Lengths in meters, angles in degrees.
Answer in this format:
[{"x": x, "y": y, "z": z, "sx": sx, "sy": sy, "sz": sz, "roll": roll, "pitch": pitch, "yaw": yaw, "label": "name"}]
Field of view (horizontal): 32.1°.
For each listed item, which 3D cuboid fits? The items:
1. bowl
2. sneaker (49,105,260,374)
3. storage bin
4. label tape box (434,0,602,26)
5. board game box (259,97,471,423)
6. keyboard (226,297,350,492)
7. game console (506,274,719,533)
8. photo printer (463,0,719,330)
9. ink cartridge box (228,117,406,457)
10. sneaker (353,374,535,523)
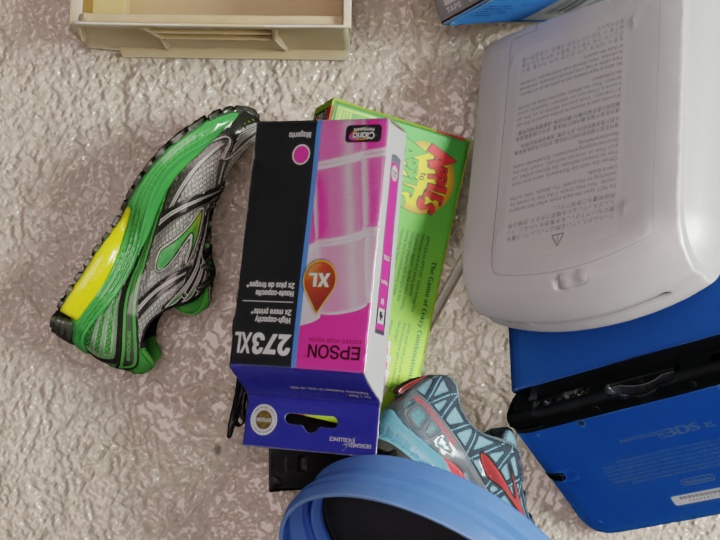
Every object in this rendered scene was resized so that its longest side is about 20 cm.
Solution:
[{"x": 0.045, "y": 0.189, "z": 0.766, "sx": 0.199, "sy": 0.202, "sz": 0.040, "roll": 30, "pitch": 52, "yaw": 5, "label": "bowl"}, {"x": -0.123, "y": -0.022, "z": 0.847, "sx": 0.085, "sy": 0.078, "sz": 0.201, "roll": 33, "pitch": 96, "yaw": -2, "label": "sneaker"}, {"x": -0.098, "y": -0.253, "z": 0.848, "sx": 0.195, "sy": 0.094, "sz": 0.204, "roll": 1, "pitch": 86, "yaw": 3, "label": "storage bin"}, {"x": 0.093, "y": -0.267, "z": 0.818, "sx": 0.143, "sy": 0.063, "sz": 0.203, "roll": -12, "pitch": 84, "yaw": -42, "label": "label tape box"}, {"x": 0.000, "y": 0.000, "z": 0.827, "sx": 0.100, "sy": 0.048, "sz": 0.203, "roll": 14, "pitch": 84, "yaw": -17, "label": "board game box"}, {"x": -0.042, "y": 0.047, "z": 0.857, "sx": 0.102, "sy": 0.040, "sz": 0.204, "roll": 2, "pitch": 86, "yaw": -18, "label": "keyboard"}, {"x": 0.200, "y": 0.055, "z": 0.791, "sx": 0.198, "sy": 0.119, "sz": 0.171, "roll": -20, "pitch": 117, "yaw": 38, "label": "game console"}, {"x": 0.144, "y": -0.063, "z": 0.769, "sx": 0.165, "sy": 0.069, "sz": 0.203, "roll": -14, "pitch": 59, "yaw": 40, "label": "photo printer"}, {"x": -0.028, "y": 0.008, "z": 0.764, "sx": 0.093, "sy": 0.037, "sz": 0.203, "roll": 1, "pitch": 82, "yaw": 25, "label": "ink cartridge box"}, {"x": 0.087, "y": 0.146, "z": 0.800, "sx": 0.200, "sy": 0.079, "sz": 0.096, "roll": 50, "pitch": 54, "yaw": -21, "label": "sneaker"}]
